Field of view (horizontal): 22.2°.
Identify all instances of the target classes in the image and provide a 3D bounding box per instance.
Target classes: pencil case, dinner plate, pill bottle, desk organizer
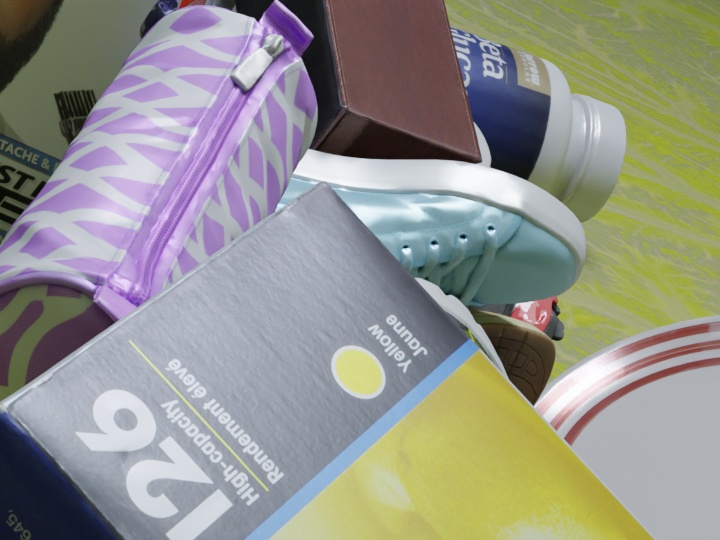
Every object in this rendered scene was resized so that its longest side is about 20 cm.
[{"bbox_3d":[-0.070,-0.019,0.649,0.084,0.085,0.201,45,36,-19],"label":"pencil case"},{"bbox_3d":[0.161,0.082,0.835,0.198,0.024,0.201,-14,29,8],"label":"dinner plate"},{"bbox_3d":[0.068,-0.096,1.191,0.198,0.112,0.111,16,21,-22],"label":"pill bottle"},{"bbox_3d":[-0.007,-0.112,0.871,0.076,0.072,0.201,18,43,-28],"label":"desk organizer"}]

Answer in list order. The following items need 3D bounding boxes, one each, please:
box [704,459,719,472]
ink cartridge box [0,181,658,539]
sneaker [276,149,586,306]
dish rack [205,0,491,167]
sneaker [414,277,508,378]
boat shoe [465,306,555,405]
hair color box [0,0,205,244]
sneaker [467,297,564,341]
[{"bbox_3d":[0.265,0.154,0.863,0.200,0.050,0.159,37,20,33],"label":"box"},{"bbox_3d":[-0.011,0.095,0.504,0.198,0.047,0.200,48,45,4],"label":"ink cartridge box"},{"bbox_3d":[0.000,0.000,0.774,0.198,0.074,0.083,8,50,-8],"label":"sneaker"},{"bbox_3d":[-0.042,-0.073,0.894,0.200,0.044,0.172,39,39,-2],"label":"dish rack"},{"bbox_3d":[0.041,0.076,0.698,0.200,0.074,0.085,41,17,-29],"label":"sneaker"},{"bbox_3d":[0.007,0.041,0.823,0.199,0.074,0.063,2,27,-42],"label":"boat shoe"},{"bbox_3d":[-0.140,-0.080,0.777,0.110,0.201,0.064,23,19,1],"label":"hair color box"},{"bbox_3d":[0.047,-0.014,0.991,0.098,0.071,0.201,37,15,-19],"label":"sneaker"}]
